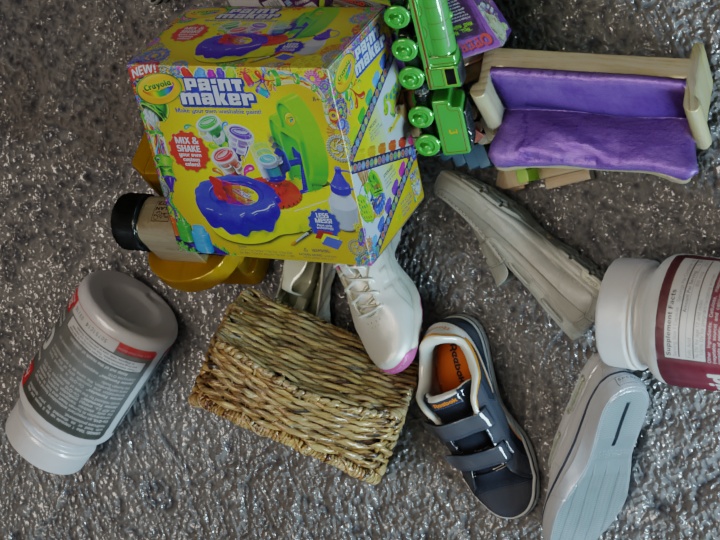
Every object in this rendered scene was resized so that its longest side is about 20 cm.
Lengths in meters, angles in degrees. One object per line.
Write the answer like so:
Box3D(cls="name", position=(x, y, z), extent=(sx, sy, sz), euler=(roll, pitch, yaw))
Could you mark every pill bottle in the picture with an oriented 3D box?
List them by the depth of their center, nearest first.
Box3D(cls="pill bottle", position=(0.308, 0.047, 1.579), extent=(0.199, 0.114, 0.115), euler=(7, 101, 30))
Box3D(cls="pill bottle", position=(-0.285, 0.109, 1.933), extent=(0.114, 0.114, 0.200), euler=(44, 115, 18))

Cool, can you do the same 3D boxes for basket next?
Box3D(cls="basket", position=(-0.062, 0.137, 1.753), extent=(0.199, 0.143, 0.150), euler=(24, 118, -1))

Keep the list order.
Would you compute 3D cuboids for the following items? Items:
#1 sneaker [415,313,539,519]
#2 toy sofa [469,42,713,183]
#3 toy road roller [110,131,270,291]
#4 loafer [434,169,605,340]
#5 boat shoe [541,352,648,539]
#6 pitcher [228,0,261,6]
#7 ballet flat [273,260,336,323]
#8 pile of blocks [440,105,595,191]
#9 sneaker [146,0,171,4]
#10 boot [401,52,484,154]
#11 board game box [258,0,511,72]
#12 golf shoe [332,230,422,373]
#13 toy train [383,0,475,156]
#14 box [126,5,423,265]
Box3D(cls="sneaker", position=(0.102, 0.143, 1.734), extent=(0.078, 0.079, 0.201), euler=(-23, 87, 27))
Box3D(cls="toy sofa", position=(0.199, -0.140, 1.595), extent=(0.199, 0.083, 0.098), euler=(6, 71, 19))
Box3D(cls="toy road roller", position=(-0.146, -0.071, 1.841), extent=(0.122, 0.146, 0.201), euler=(3, 62, 30))
Box3D(cls="loafer", position=(0.140, -0.017, 1.693), extent=(0.200, 0.070, 0.070), euler=(41, 107, 18))
Box3D(cls="boat shoe", position=(0.209, 0.166, 1.689), extent=(0.067, 0.073, 0.201), euler=(58, 136, 50))
Box3D(cls="pitcher", position=(-0.045, -0.260, 1.728), extent=(0.171, 0.121, 0.201), euler=(-22, 91, 50))
Box3D(cls="ballet flat", position=(-0.061, 0.027, 1.820), extent=(0.069, 0.069, 0.201), euler=(21, 108, 26))
Box3D(cls="pile of blocks", position=(0.114, -0.116, 1.698), extent=(0.199, 0.062, 0.083), euler=(16, 105, 28))
Box3D(cls="sneaker", position=(-0.220, -0.375, 1.848), extent=(0.115, 0.076, 0.201), euler=(24, 109, 28))
Box3D(cls="boot", position=(0.047, -0.140, 1.678), extent=(0.200, 0.074, 0.076), euler=(-28, 93, 39))
Box3D(cls="board game box", position=(0.019, -0.221, 1.606), extent=(0.199, 0.032, 0.120), euler=(-13, 120, 39))
Box3D(cls="golf shoe", position=(0.000, 0.000, 1.737), extent=(0.075, 0.091, 0.201), euler=(-29, 63, 35))
Box3D(cls="toy train", position=(0.059, -0.181, 1.573), extent=(0.056, 0.042, 0.201), euler=(-4, 129, 14))
Box3D(cls="box", position=(-0.071, -0.122, 1.630), extent=(0.199, 0.122, 0.194), euler=(4, 124, 27))
